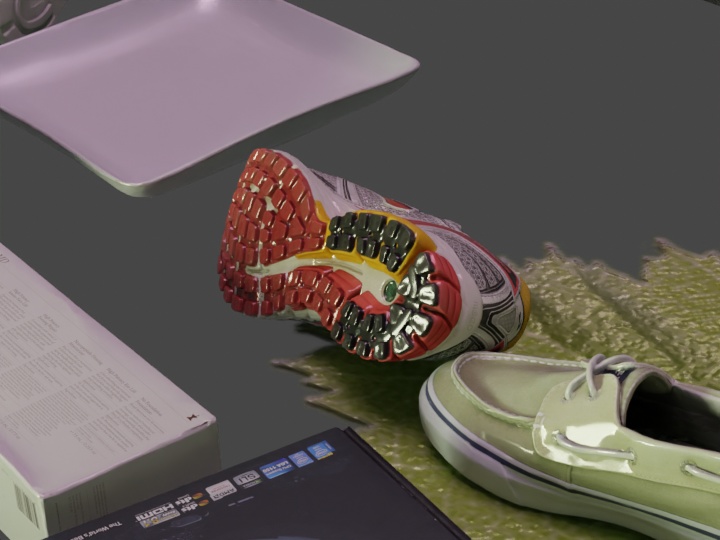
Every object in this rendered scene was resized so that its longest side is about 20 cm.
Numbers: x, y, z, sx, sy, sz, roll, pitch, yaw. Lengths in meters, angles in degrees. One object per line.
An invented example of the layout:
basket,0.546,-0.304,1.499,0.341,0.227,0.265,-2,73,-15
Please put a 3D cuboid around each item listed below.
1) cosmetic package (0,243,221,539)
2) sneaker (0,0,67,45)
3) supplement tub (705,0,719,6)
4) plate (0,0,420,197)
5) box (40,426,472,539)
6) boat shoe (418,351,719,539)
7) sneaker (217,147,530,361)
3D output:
cosmetic package,-0.146,0.053,0.868,0.082,0.051,0.200,-24,37,-28
sneaker,-0.218,-0.198,1.283,0.080,0.077,0.200,-3,28,19
supplement tub,0.223,-0.221,1.219,0.122,0.123,0.200,-27,38,-34
plate,-0.102,-0.102,1.143,0.200,0.032,0.199,-26,38,-32
box,-0.049,0.140,0.719,0.200,0.044,0.160,-19,34,-24
boat shoe,0.109,0.064,0.812,0.200,0.062,0.072,18,37,34
sneaker,0.000,0.000,0.939,0.082,0.078,0.200,11,13,-37
